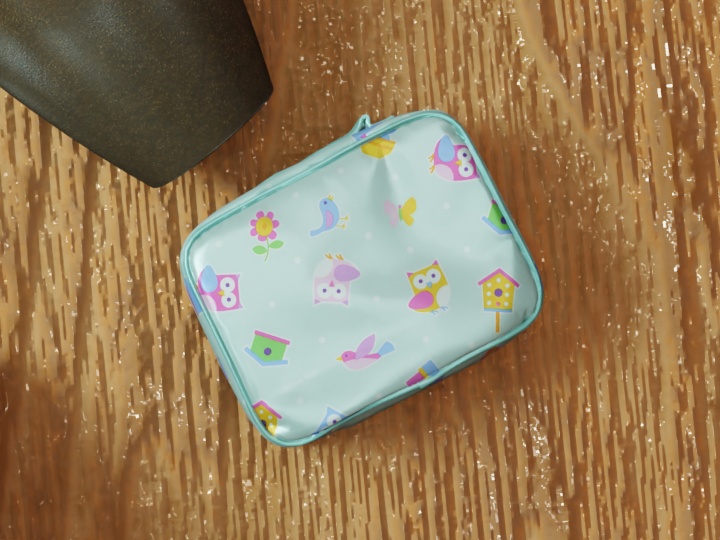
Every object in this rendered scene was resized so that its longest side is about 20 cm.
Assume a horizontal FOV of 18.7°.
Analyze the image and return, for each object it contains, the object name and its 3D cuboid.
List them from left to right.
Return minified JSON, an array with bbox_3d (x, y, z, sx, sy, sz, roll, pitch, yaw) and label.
[{"bbox_3d":[-0.146,-0.153,1.262,0.187,0.187,0.200,-40,102,-6],"label":"plant pot"},{"bbox_3d":[0.000,0.000,1.298,0.199,0.077,0.161,-27,86,-6],"label":"lunch bag"}]
